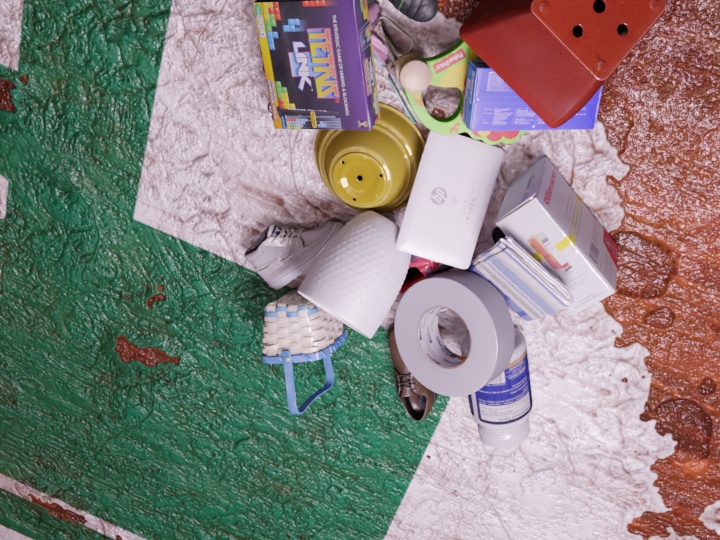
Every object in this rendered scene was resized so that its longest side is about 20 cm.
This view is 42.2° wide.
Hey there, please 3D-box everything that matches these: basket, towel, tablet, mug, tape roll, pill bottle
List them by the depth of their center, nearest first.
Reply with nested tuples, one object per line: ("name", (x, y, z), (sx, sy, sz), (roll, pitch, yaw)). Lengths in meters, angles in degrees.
("towel", (0.248, 0.017, 1.465), (0.147, 0.024, 0.200), (42, 166, 0))
("tablet", (0.142, -0.113, 1.483), (0.129, 0.014, 0.203), (15, 97, -12))
("tape roll", (0.155, 0.103, 1.547), (0.198, 0.066, 0.203), (11, 110, 34))
("mug", (0.000, 0.000, 1.562), (0.147, 0.200, 0.176), (32, 85, -3))
("pill bottle", (0.244, 0.208, 1.651), (0.114, 0.116, 0.202), (-1, 120, 18))
("basket", (-0.098, 0.139, 1.690), (0.137, 0.176, 0.203), (-8, 98, 20))

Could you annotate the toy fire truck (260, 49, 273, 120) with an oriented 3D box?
("toy fire truck", (-0.084, -0.332, 1.474), (0.139, 0.049, 0.202), (4, 120, 16))

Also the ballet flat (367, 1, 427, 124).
("ballet flat", (0.060, -0.321, 1.430), (0.071, 0.069, 0.201), (-31, 105, 18))

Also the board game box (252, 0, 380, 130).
("board game box", (-0.064, -0.315, 1.409), (0.163, 0.057, 0.202), (4, 122, 22))

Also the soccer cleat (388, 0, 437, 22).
("soccer cleat", (0.036, -0.437, 1.354), (0.067, 0.081, 0.200), (-34, 106, 31))

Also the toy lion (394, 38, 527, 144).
("toy lion", (0.174, -0.269, 1.395), (0.198, 0.069, 0.193), (-28, 113, 5))

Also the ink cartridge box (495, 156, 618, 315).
("ink cartridge box", (0.310, -0.055, 1.457), (0.083, 0.146, 0.200), (-33, 106, 33))

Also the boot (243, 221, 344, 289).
("boot", (-0.122, -0.046, 1.640), (0.095, 0.074, 0.199), (43, 124, -18))

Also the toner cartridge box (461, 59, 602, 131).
("toner cartridge box", (0.252, -0.257, 1.364), (0.197, 0.043, 0.096), (-2, 118, -12))

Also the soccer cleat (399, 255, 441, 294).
("soccer cleat", (0.129, -0.032, 1.563), (0.066, 0.077, 0.199), (36, 128, -26))

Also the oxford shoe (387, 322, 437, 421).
("oxford shoe", (0.094, 0.188, 1.707), (0.072, 0.085, 0.202), (-10, 115, 24))

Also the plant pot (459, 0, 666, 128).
("plant pot", (0.282, -0.331, 1.232), (0.200, 0.176, 0.200), (42, 88, -10))

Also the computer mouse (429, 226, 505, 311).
("computer mouse", (0.181, 0.008, 1.597), (0.198, 0.044, 0.110), (-23, 108, 25))

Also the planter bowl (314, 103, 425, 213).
("planter bowl", (0.008, -0.166, 1.523), (0.198, 0.084, 0.203), (8, 121, 13))
